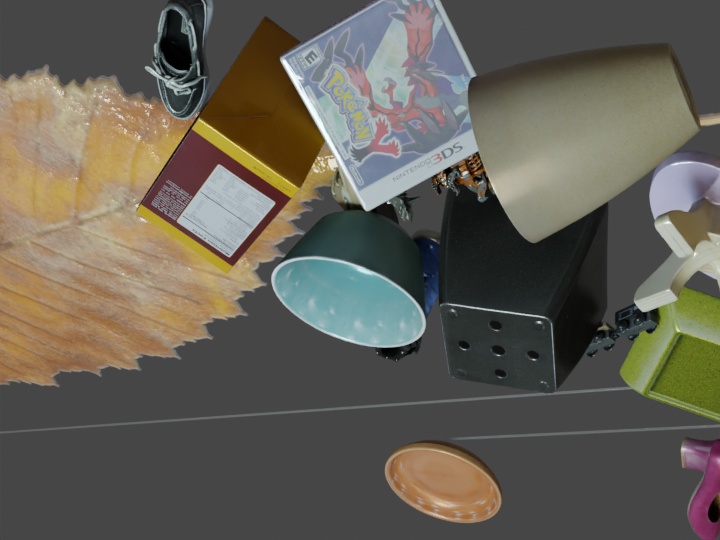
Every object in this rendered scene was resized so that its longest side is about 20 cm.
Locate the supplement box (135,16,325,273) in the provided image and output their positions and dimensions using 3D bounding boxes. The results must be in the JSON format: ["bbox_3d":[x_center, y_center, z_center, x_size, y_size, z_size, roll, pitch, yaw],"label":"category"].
[{"bbox_3d":[-0.136,-0.145,1.268,0.132,0.198,0.200,34,138,-12],"label":"supplement box"}]

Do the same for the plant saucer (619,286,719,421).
[{"bbox_3d":[0.450,0.125,1.379,0.198,0.048,0.201,19,139,8],"label":"plant saucer"}]

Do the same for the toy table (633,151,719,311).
[{"bbox_3d":[0.395,-0.024,1.197,0.199,0.118,0.184,37,138,-12],"label":"toy table"}]

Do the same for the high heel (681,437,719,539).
[{"bbox_3d":[0.519,0.319,1.536,0.095,0.067,0.202,6,124,36],"label":"high heel"}]

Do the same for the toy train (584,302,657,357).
[{"bbox_3d":[0.304,0.086,1.411,0.034,0.046,0.199,29,141,-29],"label":"toy train"}]

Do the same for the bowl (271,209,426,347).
[{"bbox_3d":[0.000,0.000,1.340,0.199,0.106,0.201,16,150,9],"label":"bowl"}]

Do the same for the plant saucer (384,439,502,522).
[{"bbox_3d":[0.139,0.342,1.771,0.198,0.038,0.201,15,139,13],"label":"plant saucer"}]

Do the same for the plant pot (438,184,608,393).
[{"bbox_3d":[0.187,0.033,1.314,0.197,0.178,0.201,8,138,20],"label":"plant pot"}]

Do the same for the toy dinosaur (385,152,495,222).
[{"bbox_3d":[0.074,-0.144,1.264,0.200,0.102,0.136,44,109,-2],"label":"toy dinosaur"}]

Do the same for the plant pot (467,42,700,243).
[{"bbox_3d":[0.240,-0.150,1.113,0.198,0.188,0.188,-20,124,23],"label":"plant pot"}]

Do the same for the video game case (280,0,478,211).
[{"bbox_3d":[0.038,-0.191,1.178,0.181,0.023,0.201,-28,111,7],"label":"video game case"}]

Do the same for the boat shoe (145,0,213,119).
[{"bbox_3d":[-0.218,-0.249,1.298,0.073,0.068,0.200,25,140,0],"label":"boat shoe"}]

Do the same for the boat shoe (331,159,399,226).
[{"bbox_3d":[-0.006,-0.102,1.351,0.064,0.073,0.201,1,140,23],"label":"boat shoe"}]

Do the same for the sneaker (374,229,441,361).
[{"bbox_3d":[0.066,0.043,1.434,0.076,0.112,0.201,24,139,1],"label":"sneaker"}]
